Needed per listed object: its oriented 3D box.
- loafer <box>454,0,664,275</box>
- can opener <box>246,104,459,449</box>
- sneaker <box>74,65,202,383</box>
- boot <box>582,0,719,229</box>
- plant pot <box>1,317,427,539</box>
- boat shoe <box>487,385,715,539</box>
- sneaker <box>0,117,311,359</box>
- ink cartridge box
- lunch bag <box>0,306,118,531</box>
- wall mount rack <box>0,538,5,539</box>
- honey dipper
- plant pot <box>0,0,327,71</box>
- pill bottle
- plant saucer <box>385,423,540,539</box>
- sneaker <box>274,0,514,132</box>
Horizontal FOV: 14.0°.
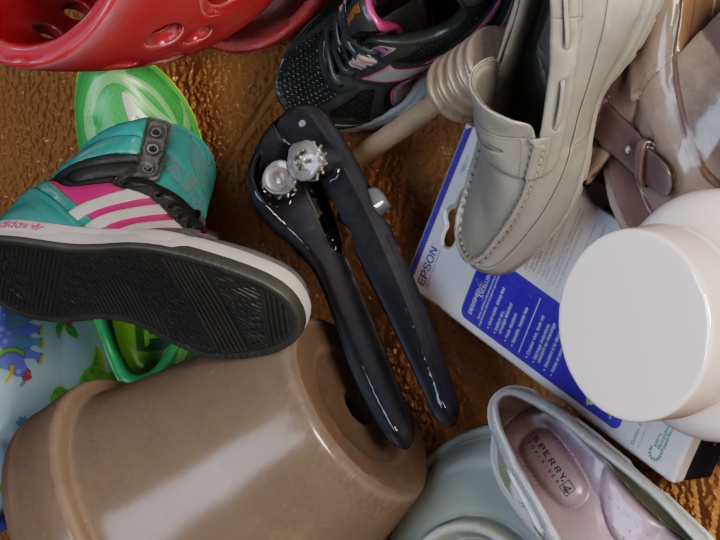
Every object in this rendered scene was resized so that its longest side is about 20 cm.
[{"bbox_3d":[0.080,-0.081,1.404,0.070,0.069,0.201,59,140,43],"label":"loafer"},{"bbox_3d":[0.000,0.000,1.532,0.063,0.079,0.201,-35,63,12],"label":"can opener"},{"bbox_3d":[-0.121,-0.025,1.657,0.073,0.084,0.202,-8,95,2],"label":"sneaker"},{"bbox_3d":[0.140,-0.113,1.423,0.146,0.070,0.201,-55,41,39],"label":"boot"},{"bbox_3d":[-0.062,0.119,1.561,0.174,0.200,0.201,-35,69,24],"label":"plant pot"},{"bbox_3d":[0.131,0.138,1.434,0.074,0.065,0.202,-38,67,-1],"label":"boat shoe"},{"bbox_3d":[-0.096,-0.021,1.554,0.199,0.121,0.084,10,134,27],"label":"sneaker"},{"bbox_3d":[0.115,0.013,1.481,0.200,0.039,0.100,37,116,33],"label":"ink cartridge box"},{"bbox_3d":[-0.233,0.063,1.756,0.199,0.127,0.171,1,94,54],"label":"lunch bag"},{"bbox_3d":[-0.177,0.237,1.741,0.173,0.074,0.201,26,110,39],"label":"wall mount rack"},{"bbox_3d":[0.023,-0.078,1.533,0.200,0.038,0.038,-29,73,58],"label":"honey dipper"},{"bbox_3d":[-0.116,-0.208,1.580,0.199,0.182,0.202,4,96,42],"label":"plant pot"},{"bbox_3d":[0.181,0.018,1.309,0.111,0.199,0.112,4,96,43],"label":"pill bottle"},{"bbox_3d":[0.072,0.180,1.524,0.199,0.050,0.202,3,95,43],"label":"plant saucer"},{"bbox_3d":[0.017,-0.133,1.528,0.200,0.086,0.081,-30,71,40],"label":"sneaker"}]
